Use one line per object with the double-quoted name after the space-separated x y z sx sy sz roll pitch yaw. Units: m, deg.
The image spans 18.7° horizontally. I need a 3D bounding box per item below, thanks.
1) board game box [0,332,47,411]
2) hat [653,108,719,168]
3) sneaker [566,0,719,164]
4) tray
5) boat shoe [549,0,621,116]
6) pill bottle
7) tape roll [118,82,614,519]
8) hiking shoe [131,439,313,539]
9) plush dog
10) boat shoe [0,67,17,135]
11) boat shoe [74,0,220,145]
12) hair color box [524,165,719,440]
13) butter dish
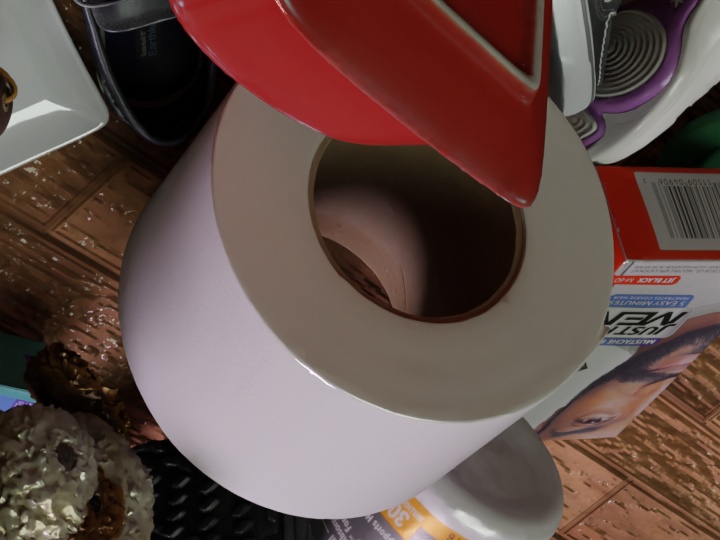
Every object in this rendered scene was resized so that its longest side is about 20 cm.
-0.269 0.105 1.140 0.151 0.045 0.200 17 123 -38 "board game box"
0.280 -0.064 1.262 0.165 0.177 0.200 -19 117 43 "hat"
0.187 -0.122 1.115 0.099 0.075 0.200 21 121 -40 "sneaker"
-0.223 -0.067 1.003 0.199 0.022 0.108 -25 139 -2 "tray"
0.109 -0.161 1.046 0.066 0.070 0.201 -17 131 -7 "boat shoe"
0.010 0.157 1.180 0.116 0.117 0.200 14 128 -37 "pill bottle"
0.000 0.000 1.023 0.201 0.205 0.139 -1 158 -27 "tape roll"
-0.102 0.138 1.183 0.076 0.198 0.101 -67 148 -21 "hiking shoe"
-0.179 0.115 1.044 0.170 0.201 0.161 7 140 -26 "plush dog"
-0.189 -0.076 0.954 0.072 0.072 0.201 -27 139 -48 "boat shoe"
-0.095 -0.138 0.965 0.074 0.063 0.201 -14 136 -11 "boat shoe"
0.137 0.023 1.214 0.110 0.064 0.200 -1 150 -26 "hair color box"
-0.017 -0.137 0.890 0.147 0.202 0.199 -12 150 32 "butter dish"
